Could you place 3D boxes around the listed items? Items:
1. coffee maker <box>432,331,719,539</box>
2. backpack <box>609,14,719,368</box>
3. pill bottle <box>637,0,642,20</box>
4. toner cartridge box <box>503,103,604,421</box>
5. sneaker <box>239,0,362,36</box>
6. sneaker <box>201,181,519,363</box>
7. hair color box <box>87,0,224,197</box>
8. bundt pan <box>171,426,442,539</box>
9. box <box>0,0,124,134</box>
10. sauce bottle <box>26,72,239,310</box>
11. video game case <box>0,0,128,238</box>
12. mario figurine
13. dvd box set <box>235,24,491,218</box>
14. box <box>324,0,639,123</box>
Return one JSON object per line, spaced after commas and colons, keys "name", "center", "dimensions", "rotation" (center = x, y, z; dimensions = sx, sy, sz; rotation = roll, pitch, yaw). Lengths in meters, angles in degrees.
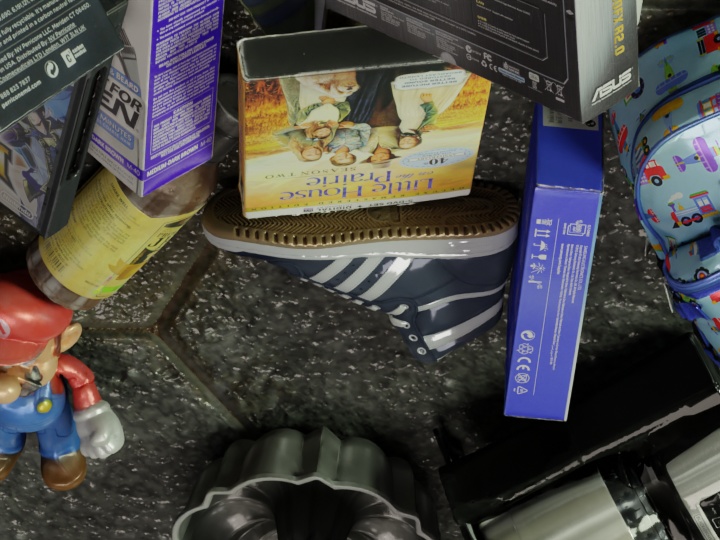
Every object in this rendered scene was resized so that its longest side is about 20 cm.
{"name": "coffee maker", "center": [0.161, 0.130, 1.764], "dimensions": [0.200, 0.192, 0.135], "rotation": [-29, 150, 5]}
{"name": "backpack", "center": [0.244, -0.051, 1.587], "dimensions": [0.182, 0.135, 0.200], "rotation": [-20, 125, 23]}
{"name": "pill bottle", "center": [0.118, -0.218, 1.452], "dimensions": [0.114, 0.115, 0.200], "rotation": [5, 134, 2]}
{"name": "toner cartridge box", "center": [0.119, -0.009, 1.668], "dimensions": [0.043, 0.095, 0.200], "rotation": [6, 135, 1]}
{"name": "sneaker", "center": [-0.053, -0.185, 1.548], "dimensions": [0.090, 0.067, 0.201], "rotation": [11, 140, 16]}
{"name": "sneaker", "center": [0.000, 0.000, 1.708], "dimensions": [0.199, 0.070, 0.109], "rotation": [1, 132, 2]}
{"name": "hair color box", "center": [-0.136, -0.154, 1.545], "dimensions": [0.109, 0.065, 0.200], "rotation": [38, 141, 28]}
{"name": "bundt pan", "center": [-0.035, 0.184, 1.884], "dimensions": [0.201, 0.076, 0.202], "rotation": [3, 134, 3]}
{"name": "box", "center": [-0.270, -0.158, 1.473], "dimensions": [0.200, 0.124, 0.197], "rotation": [-16, 108, 44]}
{"name": "sauce bottle", "center": [-0.133, -0.050, 1.679], "dimensions": [0.065, 0.065, 0.200], "rotation": [31, 131, -22]}
{"name": "video game case", "center": [-0.233, -0.141, 1.563], "dimensions": [0.200, 0.025, 0.181], "rotation": [37, 135, 16]}
{"name": "mario figurine", "center": [-0.233, 0.086, 1.789], "dimensions": [0.123, 0.106, 0.200], "rotation": [-24, 145, -18]}
{"name": "dvd box set", "center": [0.000, -0.087, 1.578], "dimensions": [0.146, 0.030, 0.200], "rotation": [-6, 159, -5]}
{"name": "box", "center": [0.056, -0.184, 1.412], "dimensions": [0.200, 0.048, 0.159], "rotation": [27, 137, 38]}
